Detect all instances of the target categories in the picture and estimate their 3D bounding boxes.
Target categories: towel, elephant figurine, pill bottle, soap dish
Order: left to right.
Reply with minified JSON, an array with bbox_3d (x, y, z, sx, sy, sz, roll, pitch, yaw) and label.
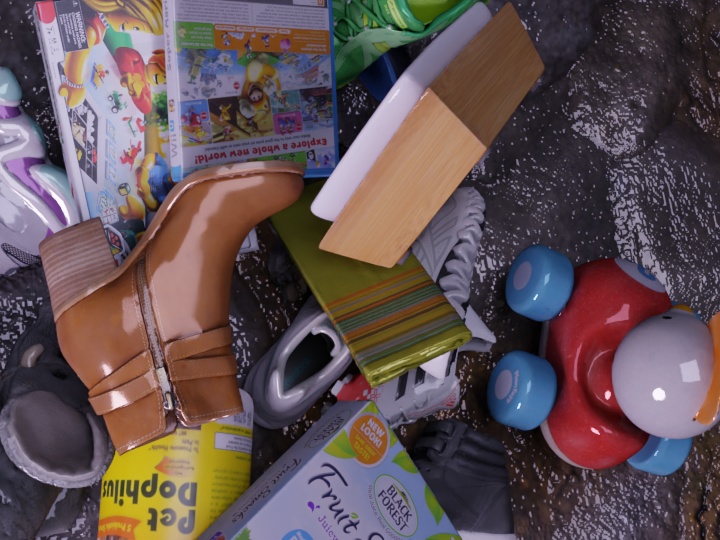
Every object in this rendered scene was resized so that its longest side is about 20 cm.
[{"bbox_3d":[-0.233,0.124,0.793,0.198,0.140,0.158,-28,114,-36],"label":"elephant figurine"},{"bbox_3d":[-0.135,0.185,0.814,0.107,0.109,0.204,6,76,-17],"label":"pill bottle"},{"bbox_3d":[0.000,0.000,0.847,0.085,0.018,0.201,-20,48,-17],"label":"towel"},{"bbox_3d":[0.056,-0.102,0.849,0.081,0.158,0.200,38,37,0],"label":"soap dish"}]

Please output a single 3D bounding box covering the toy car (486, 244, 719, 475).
[{"bbox_3d":[0.235,0.067,0.901,0.182,0.199,0.180,21,71,-24],"label":"toy car"}]

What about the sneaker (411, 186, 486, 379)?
[{"bbox_3d":[0.053,-0.005,0.897,0.080,0.076,0.201,13,39,6],"label":"sneaker"}]

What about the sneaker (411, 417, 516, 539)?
[{"bbox_3d":[0.035,0.166,0.900,0.197,0.071,0.101,9,73,-22],"label":"sneaker"}]

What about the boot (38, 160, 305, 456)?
[{"bbox_3d":[-0.106,0.021,0.764,0.197,0.077,0.158,-22,81,-13],"label":"boot"}]

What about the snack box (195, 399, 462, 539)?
[{"bbox_3d":[-0.032,0.208,0.780,0.200,0.053,0.143,-41,106,-31],"label":"snack box"}]

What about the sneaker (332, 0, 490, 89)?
[{"bbox_3d":[0.015,-0.205,0.890,0.198,0.084,0.075,-28,93,3],"label":"sneaker"}]

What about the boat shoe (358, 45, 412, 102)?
[{"bbox_3d":[0.009,-0.244,0.976,0.068,0.084,0.203,-21,87,-24],"label":"boat shoe"}]

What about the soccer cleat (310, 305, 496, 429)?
[{"bbox_3d":[0.033,0.097,0.912,0.085,0.069,0.200,39,64,6],"label":"soccer cleat"}]

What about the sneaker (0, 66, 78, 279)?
[{"bbox_3d":[-0.304,-0.081,0.836,0.139,0.078,0.202,-34,89,-23],"label":"sneaker"}]

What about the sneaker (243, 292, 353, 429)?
[{"bbox_3d":[-0.014,0.041,0.905,0.070,0.080,0.201,38,68,-5],"label":"sneaker"}]

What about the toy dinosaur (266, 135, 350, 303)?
[{"bbox_3d":[-0.046,-0.079,0.941,0.086,0.047,0.204,-7,77,-13],"label":"toy dinosaur"}]

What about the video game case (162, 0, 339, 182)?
[{"bbox_3d":[-0.079,-0.169,0.824,0.141,0.018,0.204,-6,95,-40],"label":"video game case"}]

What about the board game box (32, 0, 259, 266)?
[{"bbox_3d":[-0.154,-0.100,0.822,0.124,0.035,0.204,-14,97,-20],"label":"board game box"}]
